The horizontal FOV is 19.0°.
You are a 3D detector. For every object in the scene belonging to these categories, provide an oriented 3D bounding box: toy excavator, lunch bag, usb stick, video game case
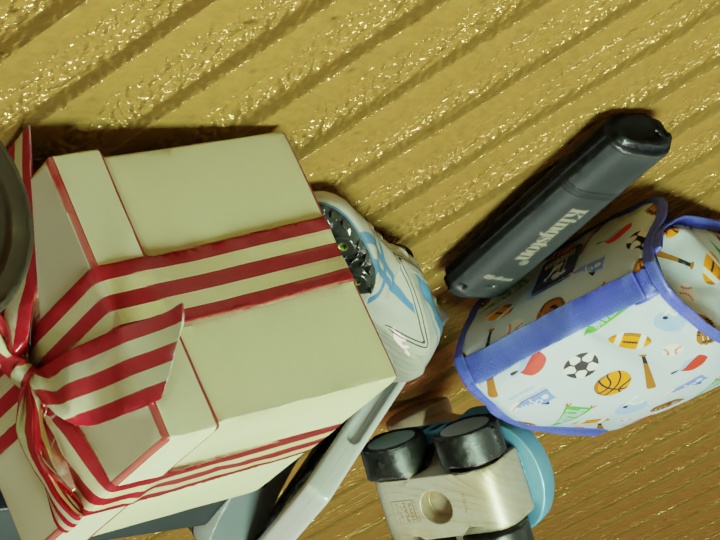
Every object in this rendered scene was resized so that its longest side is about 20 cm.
[{"bbox_3d":[0.072,0.140,1.576,0.194,0.100,0.200,-12,-169,36],"label":"toy excavator"},{"bbox_3d":[0.175,0.035,1.483,0.170,0.124,0.200,-29,163,27],"label":"lunch bag"},{"bbox_3d":[0.124,-0.039,1.383,0.055,0.033,0.200,-3,153,-37],"label":"usb stick"},{"bbox_3d":[-0.020,0.131,1.527,0.182,0.023,0.200,-55,-179,-35],"label":"video game case"}]

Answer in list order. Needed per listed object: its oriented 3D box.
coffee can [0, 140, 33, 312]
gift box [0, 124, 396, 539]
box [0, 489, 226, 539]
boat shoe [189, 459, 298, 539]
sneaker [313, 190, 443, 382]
[{"bbox_3d":[-0.266,0.012,1.022,0.146,0.147,0.200,0,151,-41],"label":"coffee can"},{"bbox_3d":[-0.114,0.026,1.153,0.186,0.185,0.200,-12,155,-40],"label":"gift box"},{"bbox_3d":[-0.184,0.087,1.273,0.199,0.142,0.079,-5,155,-33],"label":"box"},{"bbox_3d":[-0.077,0.093,1.486,0.071,0.091,0.201,11,116,-53],"label":"boat shoe"},{"bbox_3d":[0.000,0.000,1.348,0.071,0.073,0.200,3,153,22],"label":"sneaker"}]
